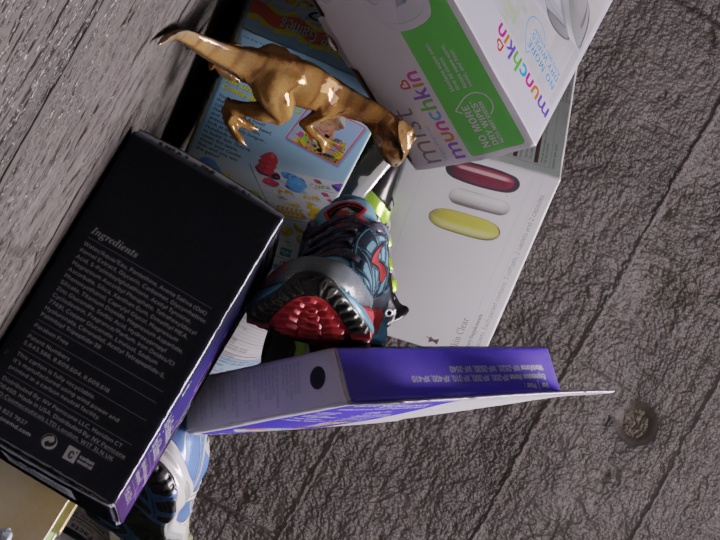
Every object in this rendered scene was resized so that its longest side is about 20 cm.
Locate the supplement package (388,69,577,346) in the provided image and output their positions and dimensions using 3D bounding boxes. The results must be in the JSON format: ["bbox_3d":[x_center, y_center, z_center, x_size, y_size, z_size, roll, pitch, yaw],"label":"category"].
[{"bbox_3d":[0.074,-0.063,1.536,0.156,0.110,0.200,-76,-177,-45],"label":"supplement package"}]

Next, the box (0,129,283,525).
[{"bbox_3d":[-0.139,0.038,1.242,0.200,0.104,0.148,-60,179,-11],"label":"box"}]

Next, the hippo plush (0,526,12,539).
[{"bbox_3d":[-0.251,0.227,1.199,0.161,0.159,0.201,-118,-166,-71],"label":"hippo plush"}]

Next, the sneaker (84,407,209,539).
[{"bbox_3d":[-0.136,0.140,1.409,0.077,0.076,0.200,-58,-179,-26],"label":"sneaker"}]

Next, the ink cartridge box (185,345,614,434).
[{"bbox_3d":[0.024,0.073,1.326,0.200,0.198,0.044,-11,-98,45],"label":"ink cartridge box"}]

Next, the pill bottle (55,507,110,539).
[{"bbox_3d":[-0.233,0.222,1.641,0.116,0.115,0.200,-61,178,37],"label":"pill bottle"}]

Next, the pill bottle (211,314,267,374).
[{"bbox_3d":[-0.088,0.009,1.631,0.200,0.109,0.109,-41,-169,38],"label":"pill bottle"}]

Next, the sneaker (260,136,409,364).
[{"bbox_3d":[0.000,0.000,1.448,0.072,0.083,0.201,-94,-152,-73],"label":"sneaker"}]

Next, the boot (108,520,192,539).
[{"bbox_3d":[-0.173,0.162,1.554,0.200,0.072,0.155,17,67,-76],"label":"boot"}]

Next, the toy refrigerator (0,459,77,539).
[{"bbox_3d":[-0.226,0.159,1.374,0.200,0.070,0.076,-59,179,-28],"label":"toy refrigerator"}]

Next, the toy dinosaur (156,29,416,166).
[{"bbox_3d":[-0.056,-0.115,1.206,0.106,0.199,0.061,-7,-111,53],"label":"toy dinosaur"}]

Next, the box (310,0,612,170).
[{"bbox_3d":[0.052,-0.195,1.250,0.096,0.200,0.177,-10,-146,36],"label":"box"}]

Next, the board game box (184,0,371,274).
[{"bbox_3d":[-0.050,-0.102,1.365,0.200,0.105,0.103,120,-10,-46],"label":"board game box"}]

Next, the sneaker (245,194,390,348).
[{"bbox_3d":[-0.022,-0.003,1.299,0.200,0.079,0.096,52,45,-83],"label":"sneaker"}]
